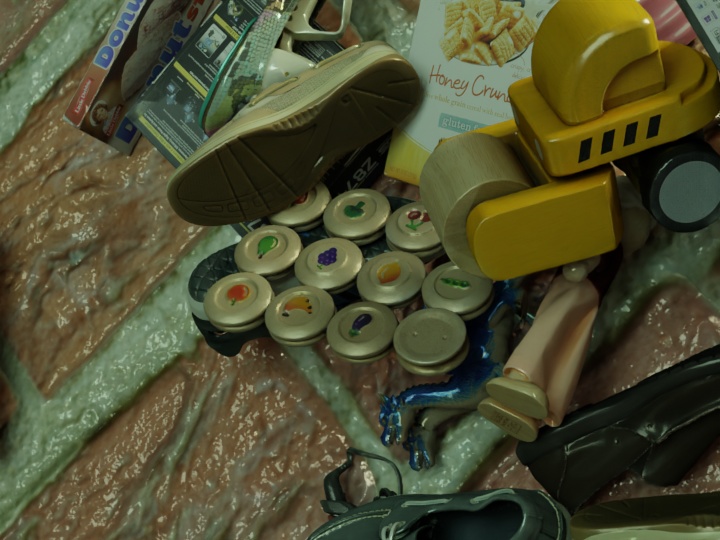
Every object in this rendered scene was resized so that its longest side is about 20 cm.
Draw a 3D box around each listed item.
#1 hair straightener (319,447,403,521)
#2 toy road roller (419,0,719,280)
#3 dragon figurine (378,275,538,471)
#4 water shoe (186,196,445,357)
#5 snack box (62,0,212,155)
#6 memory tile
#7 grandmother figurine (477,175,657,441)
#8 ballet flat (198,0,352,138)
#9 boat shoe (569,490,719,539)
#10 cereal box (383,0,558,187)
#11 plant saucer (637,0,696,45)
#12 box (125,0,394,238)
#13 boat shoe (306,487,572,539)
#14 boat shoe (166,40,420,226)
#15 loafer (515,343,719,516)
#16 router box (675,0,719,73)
[{"bbox_3d":[0.027,0.208,1.240,0.077,0.041,0.200,-28,59,16],"label":"hair straightener"},{"bbox_3d":[0.131,-0.095,1.131,0.200,0.146,0.123,-18,29,-2],"label":"toy road roller"},{"bbox_3d":[0.075,0.044,1.245,0.099,0.059,0.200,9,79,31],"label":"dragon figurine"},{"bbox_3d":[-0.028,0.004,1.314,0.200,0.079,0.072,-14,45,-2],"label":"water shoe"},{"bbox_3d":[-0.169,-0.196,1.448,0.024,0.072,0.200,28,90,32],"label":"snack box"},{"bbox_3d":[0.000,0.000,1.240,0.200,0.017,0.153,12,51,24],"label":"memory tile"},{"bbox_3d":[0.146,0.018,1.186,0.061,0.121,0.200,32,66,1],"label":"grandmother figurine"},{"bbox_3d":[-0.050,-0.180,1.333,0.071,0.069,0.200,25,83,11],"label":"ballet flat"},{"bbox_3d":[0.234,0.177,1.116,0.200,0.073,0.065,-2,105,18],"label":"boat shoe"},{"bbox_3d":[0.097,-0.147,1.262,0.144,0.040,0.200,19,102,41],"label":"cereal box"},{"bbox_3d":[0.178,-0.241,1.281,0.200,0.051,0.201,-9,72,27],"label":"plant saucer"},{"bbox_3d":[-0.070,-0.119,1.383,0.161,0.049,0.200,-49,59,5],"label":"box"},{"bbox_3d":[0.040,0.178,1.182,0.200,0.062,0.073,-11,68,27],"label":"boat shoe"},{"bbox_3d":[-0.053,-0.102,1.289,0.200,0.072,0.065,-32,34,0],"label":"boat shoe"},{"bbox_3d":[0.201,0.103,1.159,0.200,0.073,0.071,-28,84,28],"label":"loafer"},{"bbox_3d":[0.281,-0.090,1.114,0.052,0.157,0.200,-33,61,17],"label":"router box"}]
